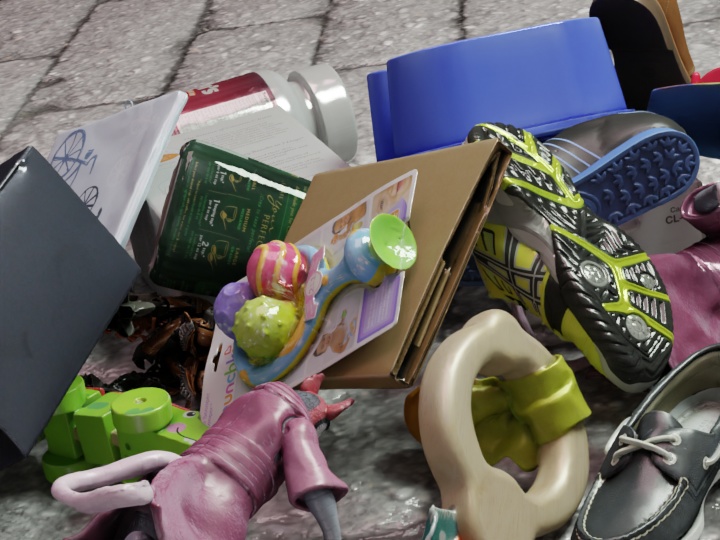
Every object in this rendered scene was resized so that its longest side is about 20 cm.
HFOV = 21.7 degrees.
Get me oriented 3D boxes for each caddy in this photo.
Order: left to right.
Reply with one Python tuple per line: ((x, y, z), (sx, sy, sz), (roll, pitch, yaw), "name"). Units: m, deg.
((0.097, -0.110, 1.348), (0.199, 0.105, 0.141), (-12, -1, -12), "caddy")

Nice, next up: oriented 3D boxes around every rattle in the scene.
((0.041, 0.125, 1.064), (0.142, 0.130, 0.201), (-7, 45, 32), "rattle")

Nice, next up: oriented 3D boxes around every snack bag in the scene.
((-0.214, -0.048, 1.460), (0.200, 0.021, 0.189), (-13, 49, 50), "snack bag")

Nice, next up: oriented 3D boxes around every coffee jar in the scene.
((-0.042, -0.016, 1.316), (0.199, 0.105, 0.085), (16, -14, -5), "coffee jar")

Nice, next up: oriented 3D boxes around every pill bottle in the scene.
((-0.111, -0.114, 1.658), (0.199, 0.110, 0.110), (-18, 23, -18), "pill bottle")

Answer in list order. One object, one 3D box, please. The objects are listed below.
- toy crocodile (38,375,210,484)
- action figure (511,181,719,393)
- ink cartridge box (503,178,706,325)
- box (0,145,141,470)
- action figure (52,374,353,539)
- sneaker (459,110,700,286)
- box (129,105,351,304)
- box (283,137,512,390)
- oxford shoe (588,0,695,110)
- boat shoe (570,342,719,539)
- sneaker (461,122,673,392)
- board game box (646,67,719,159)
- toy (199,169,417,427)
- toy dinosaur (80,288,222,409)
((-0.155, 0.102, 1.208), (0.199, 0.068, 0.062), (8, 28, 39), "toy crocodile")
((0.226, 0.019, 1.241), (0.200, 0.134, 0.149), (-26, 0, -32), "action figure")
((0.153, -0.044, 1.406), (0.147, 0.086, 0.200), (-13, 24, -9), "ink cartridge box")
((-0.273, 0.052, 1.189), (0.200, 0.118, 0.197), (-28, 22, 32), "box")
((-0.083, 0.114, 1.042), (0.134, 0.149, 0.200), (2, 38, 44), "action figure")
((0.128, -0.051, 1.267), (0.199, 0.070, 0.078), (-21, 20, -2), "sneaker")
((-0.095, -0.039, 1.472), (0.152, 0.107, 0.200), (-17, 23, -13), "box")
((0.000, 0.000, 1.176), (0.200, 0.021, 0.164), (-7, 54, 57), "box")
((0.223, -0.165, 1.408), (0.071, 0.200, 0.072), (8, 60, 22), "oxford shoe")
((0.171, 0.105, 1.068), (0.075, 0.061, 0.200), (3, 25, 29), "boat shoe")
((0.121, 0.000, 1.164), (0.075, 0.077, 0.200), (-7, 52, -38), "sneaker")
((0.286, -0.121, 1.353), (0.157, 0.039, 0.200), (7, -11, 7), "board game box")
((-0.048, 0.015, 1.154), (0.200, 0.047, 0.116), (-28, 42, 40), "toy")
((-0.131, 0.058, 1.315), (0.200, 0.103, 0.135), (-14, -2, 44), "toy dinosaur")
